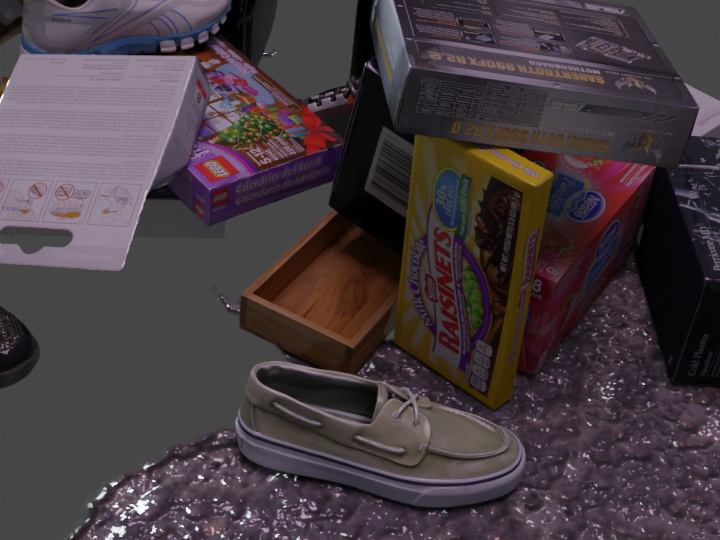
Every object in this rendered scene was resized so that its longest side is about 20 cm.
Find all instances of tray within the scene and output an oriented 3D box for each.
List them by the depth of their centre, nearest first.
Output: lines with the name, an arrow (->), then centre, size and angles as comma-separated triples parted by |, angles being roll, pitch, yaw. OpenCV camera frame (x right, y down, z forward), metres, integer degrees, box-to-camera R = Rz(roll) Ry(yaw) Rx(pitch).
tray -> 0.000, 0.000, 1.008 | 0.098, 0.037, 0.200 | 24, 41, 19

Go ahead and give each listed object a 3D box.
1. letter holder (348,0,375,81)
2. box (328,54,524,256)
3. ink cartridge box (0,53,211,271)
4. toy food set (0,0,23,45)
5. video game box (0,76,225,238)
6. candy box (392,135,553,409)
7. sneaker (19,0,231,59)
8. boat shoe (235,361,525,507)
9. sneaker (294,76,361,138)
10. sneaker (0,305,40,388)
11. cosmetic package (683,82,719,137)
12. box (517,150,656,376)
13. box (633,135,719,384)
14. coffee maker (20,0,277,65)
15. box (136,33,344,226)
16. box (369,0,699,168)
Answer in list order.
letter holder -> 0.071, -0.254, 1.209 | 0.100, 0.202, 0.142 | 23, 40, 19
box -> 0.080, -0.125, 1.011 | 0.104, 0.149, 0.200 | 33, 47, 14
ink cartridge box -> -0.214, -0.077, 0.980 | 0.160, 0.050, 0.202 | 3, 60, 16
toy food set -> -0.271, -0.246, 1.094 | 0.199, 0.144, 0.061 | -34, 70, -6
video game box -> -0.214, -0.099, 1.091 | 0.197, 0.047, 0.183 | 1, 36, -9
candy box -> 0.073, -0.004, 0.890 | 0.102, 0.202, 0.026 | 34, 48, 31
sneaker -> -0.195, -0.230, 1.087 | 0.198, 0.088, 0.075 | -23, 46, -29
boat shoe -> 0.015, 0.107, 0.851 | 0.197, 0.063, 0.072 | 7, 38, -2
sneaker -> -0.019, -0.143, 1.148 | 0.197, 0.083, 0.078 | 5, 37, -4
sneaker -> -0.308, 0.004, 0.889 | 0.198, 0.115, 0.076 | 30, 44, 23
cosmetic package -> 0.239, -0.131, 1.203 | 0.150, 0.052, 0.199 | 33, 44, 32
box -> 0.145, -0.022, 1.011 | 0.099, 0.096, 0.200 | 26, 41, 21
box -> 0.325, -0.008, 1.018 | 0.179, 0.105, 0.201 | 3, 38, -4
coffee maker -> -0.191, -0.246, 1.235 | 0.197, 0.135, 0.195 | 12, 73, 8
box -> -0.122, -0.123, 1.068 | 0.136, 0.039, 0.200 | -23, 48, -32
box -> 0.113, -0.141, 0.877 | 0.197, 0.049, 0.159 | 6, 36, -12
